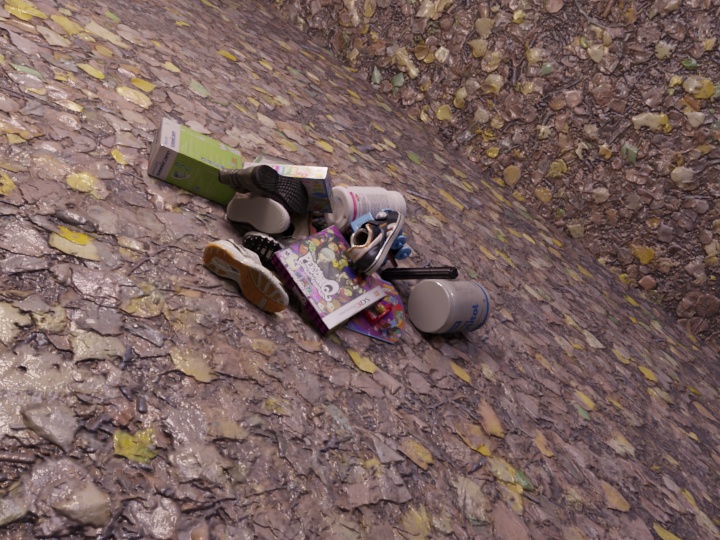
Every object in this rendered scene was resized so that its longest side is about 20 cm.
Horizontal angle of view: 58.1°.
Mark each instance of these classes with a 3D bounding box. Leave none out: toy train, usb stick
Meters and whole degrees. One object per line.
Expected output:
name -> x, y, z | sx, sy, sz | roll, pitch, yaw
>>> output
toy train -> 0.052, -0.074, 1.604 | 0.087, 0.113, 0.200 | 64, 3, 30
usb stick -> 0.149, 0.008, 1.642 | 0.198, 0.033, 0.055 | -1, 6, 29

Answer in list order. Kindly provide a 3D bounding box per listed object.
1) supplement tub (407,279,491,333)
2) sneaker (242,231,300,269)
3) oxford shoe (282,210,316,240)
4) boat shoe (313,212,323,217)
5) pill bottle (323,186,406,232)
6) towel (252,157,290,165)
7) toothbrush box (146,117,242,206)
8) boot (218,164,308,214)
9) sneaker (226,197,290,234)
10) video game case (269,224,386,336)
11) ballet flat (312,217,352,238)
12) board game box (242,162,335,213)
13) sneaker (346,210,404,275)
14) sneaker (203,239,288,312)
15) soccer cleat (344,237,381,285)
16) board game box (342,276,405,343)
supplement tub -> 0.225, 0.090, 1.616 | 0.199, 0.132, 0.132 | 2, 40, -49
sneaker -> -0.175, -0.042, 1.432 | 0.199, 0.067, 0.091 | 22, 21, -28
oxford shoe -> -0.158, -0.118, 1.579 | 0.074, 0.071, 0.201 | 14, 30, -25
boat shoe -> -0.093, -0.172, 1.764 | 0.072, 0.065, 0.199 | 49, 36, 11
pill bottle -> 0.014, -0.155, 1.644 | 0.199, 0.114, 0.114 | -5, 44, -40
towel -> -0.183, -0.231, 1.625 | 0.198, 0.031, 0.150 | 14, 25, -2
toothbrush box -> -0.383, -0.253, 1.512 | 0.199, 0.086, 0.146 | 22, 29, -28
boot -> -0.216, -0.187, 1.462 | 0.130, 0.068, 0.200 | 5, -16, 36
sneaker -> -0.199, -0.120, 1.457 | 0.200, 0.073, 0.114 | 21, 2, 44
video game case -> -0.066, 0.016, 1.375 | 0.181, 0.036, 0.201 | -27, 76, -40
ballet flat -> -0.034, -0.098, 1.698 | 0.199, 0.072, 0.072 | 34, 25, -1
board game box -> -0.167, -0.194, 1.531 | 0.198, 0.135, 0.035 | 6, 61, 9
sneaker -> 0.034, -0.082, 1.433 | 0.079, 0.078, 0.201 | 40, 44, -12
sneaker -> -0.212, 0.000, 1.288 | 0.199, 0.076, 0.088 | 39, 25, 6
soccer cleat -> 0.000, 0.000, 1.584 | 0.073, 0.068, 0.201 | 31, 19, -52
board game box -> 0.030, 0.068, 1.444 | 0.199, 0.039, 0.159 | 22, 51, -26
